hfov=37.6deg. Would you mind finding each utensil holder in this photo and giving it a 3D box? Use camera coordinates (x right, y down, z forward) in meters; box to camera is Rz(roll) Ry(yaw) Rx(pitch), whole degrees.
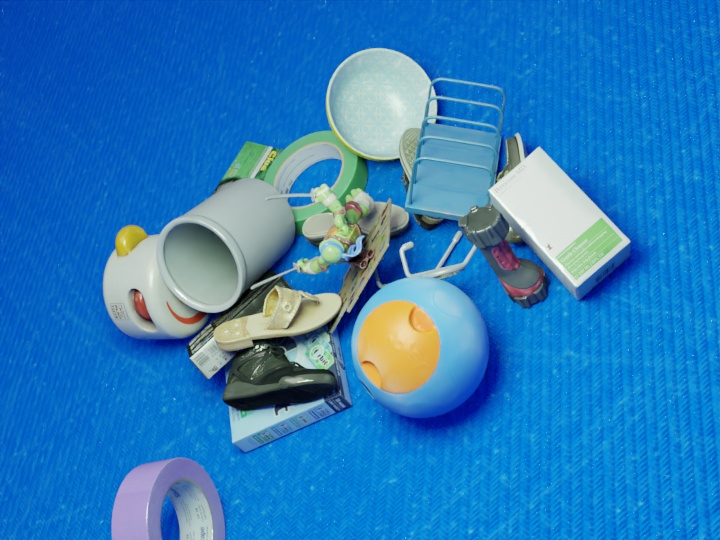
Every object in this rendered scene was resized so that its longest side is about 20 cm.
[{"bbox_3d":[-0.225,-0.050,1.802,0.168,0.171,0.200,-5,24,29],"label":"utensil holder"}]

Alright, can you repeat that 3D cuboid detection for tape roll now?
[{"bbox_3d":[-0.084,-0.161,1.925,0.199,0.048,0.202,-17,51,21],"label":"tape roll"},{"bbox_3d":[-0.279,0.381,1.555,0.065,0.200,0.202,-14,52,23],"label":"tape roll"}]

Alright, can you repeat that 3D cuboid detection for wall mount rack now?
[{"bbox_3d":[0.118,-0.021,1.638,0.172,0.075,0.200,-13,-3,-23],"label":"wall mount rack"}]

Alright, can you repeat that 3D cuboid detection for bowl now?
[{"bbox_3d":[0.028,-0.283,1.885,0.201,0.199,0.108,-55,5,-14],"label":"bowl"}]

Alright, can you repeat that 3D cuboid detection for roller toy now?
[{"bbox_3d":[-0.358,0.028,1.863,0.139,0.200,0.184,-3,71,31],"label":"roller toy"}]

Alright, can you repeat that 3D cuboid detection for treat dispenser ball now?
[{"bbox_3d":[0.086,0.110,1.522,0.199,0.201,0.202,-16,51,21],"label":"treat dispenser ball"}]

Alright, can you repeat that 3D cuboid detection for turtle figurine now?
[{"bbox_3d":[-0.065,-0.071,1.685,0.198,0.145,0.194,-6,13,21],"label":"turtle figurine"}]

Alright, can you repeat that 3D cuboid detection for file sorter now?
[{"bbox_3d":[0.158,-0.196,1.699,0.137,0.123,0.201,10,51,4],"label":"file sorter"}]

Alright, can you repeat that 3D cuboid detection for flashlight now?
[{"bbox_3d":[0.215,-0.022,1.536,0.068,0.200,0.068,-46,48,-7],"label":"flashlight"}]

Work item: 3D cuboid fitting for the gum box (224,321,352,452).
[{"bbox_3d":[-0.121,0.178,1.709,0.199,0.045,0.171,-26,48,15],"label":"gum box"}]

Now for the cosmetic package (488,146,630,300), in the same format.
[{"bbox_3d":[0.293,-0.069,1.558,0.107,0.085,0.200,-41,70,0],"label":"cosmetic package"}]

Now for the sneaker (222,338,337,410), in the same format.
[{"bbox_3d":[-0.124,0.150,1.647,0.198,0.076,0.115,-11,60,32],"label":"sneaker"}]

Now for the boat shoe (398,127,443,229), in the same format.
[{"bbox_3d":[0.103,-0.156,1.784,0.074,0.062,0.202,-2,57,-16],"label":"boat shoe"}]

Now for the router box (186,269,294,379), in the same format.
[{"bbox_3d":[-0.200,0.086,1.762,0.200,0.051,0.149,-42,11,-6],"label":"router box"}]

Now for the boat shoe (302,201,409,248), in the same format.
[{"bbox_3d":[-0.002,-0.072,1.814,0.198,0.057,0.067,-5,59,23],"label":"boat shoe"}]

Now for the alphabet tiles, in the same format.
[{"bbox_3d":[0.000,0.000,1.689,0.201,0.007,0.168,-60,11,26],"label":"alphabet tiles"}]

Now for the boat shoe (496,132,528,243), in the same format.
[{"bbox_3d":[0.247,-0.132,1.682,0.060,0.072,0.203,-15,56,16],"label":"boat shoe"}]

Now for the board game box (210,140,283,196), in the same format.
[{"bbox_3d":[-0.231,-0.157,2.029,0.104,0.023,0.201,17,69,41],"label":"board game box"}]

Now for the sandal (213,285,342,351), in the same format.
[{"bbox_3d":[-0.132,0.060,1.650,0.210,0.070,0.078,-18,38,-7],"label":"sandal"}]
